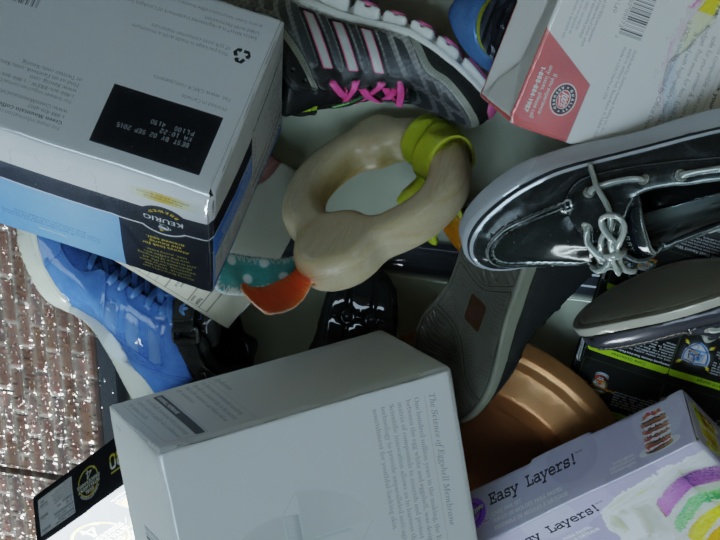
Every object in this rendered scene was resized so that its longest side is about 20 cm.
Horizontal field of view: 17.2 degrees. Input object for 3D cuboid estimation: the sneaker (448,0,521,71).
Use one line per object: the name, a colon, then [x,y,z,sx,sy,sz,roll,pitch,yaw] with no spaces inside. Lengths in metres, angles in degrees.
sneaker: [0.145,-0.128,1.512,0.200,0.078,0.066,26,90,-20]

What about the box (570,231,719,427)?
box: [0.253,0.037,1.592,0.200,0.048,0.193,16,129,5]

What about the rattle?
rattle: [0.000,0.000,1.544,0.130,0.200,0.143,20,144,22]

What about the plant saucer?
plant saucer: [0.090,0.125,1.674,0.200,0.037,0.200,17,135,18]

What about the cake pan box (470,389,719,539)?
cake pan box: [0.182,0.180,1.630,0.200,0.052,0.184,-27,133,20]

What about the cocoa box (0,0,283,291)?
cocoa box: [-0.159,-0.096,1.447,0.200,0.133,0.131,18,154,6]

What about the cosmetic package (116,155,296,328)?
cosmetic package: [-0.142,-0.060,1.595,0.200,0.087,0.103,32,151,-7]

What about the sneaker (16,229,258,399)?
sneaker: [-0.147,0.014,1.668,0.111,0.077,0.200,-15,122,31]

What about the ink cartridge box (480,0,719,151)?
ink cartridge box: [0.189,-0.121,1.446,0.200,0.068,0.117,17,103,-20]

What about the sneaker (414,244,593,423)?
sneaker: [0.109,0.019,1.557,0.075,0.106,0.200,50,140,26]

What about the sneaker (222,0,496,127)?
sneaker: [-0.012,-0.127,1.518,0.200,0.088,0.074,26,168,3]

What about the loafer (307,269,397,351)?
loafer: [-0.012,0.093,1.654,0.068,0.070,0.201,12,101,2]

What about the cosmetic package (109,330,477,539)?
cosmetic package: [-0.038,0.167,1.547,0.200,0.123,0.200,-14,106,-18]

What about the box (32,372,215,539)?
box: [-0.116,0.158,1.737,0.161,0.049,0.200,22,134,-40]

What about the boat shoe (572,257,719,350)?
boat shoe: [0.236,0.027,1.519,0.200,0.073,0.063,-16,113,19]

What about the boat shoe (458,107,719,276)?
boat shoe: [0.154,-0.032,1.406,0.199,0.068,0.074,-15,134,11]
